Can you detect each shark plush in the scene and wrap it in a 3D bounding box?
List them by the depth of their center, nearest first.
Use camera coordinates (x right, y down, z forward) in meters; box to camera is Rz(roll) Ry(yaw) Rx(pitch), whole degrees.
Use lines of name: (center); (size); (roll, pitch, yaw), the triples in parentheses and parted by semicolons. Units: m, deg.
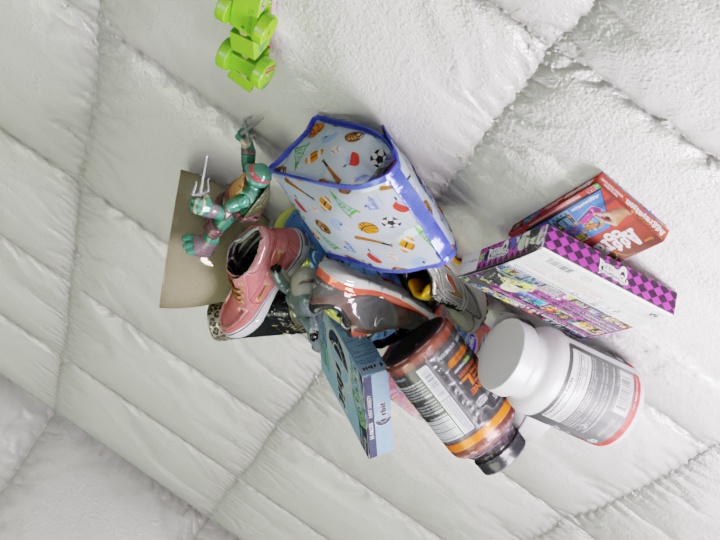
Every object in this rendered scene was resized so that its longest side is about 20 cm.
shark plush: (-0.078, 0.059, 1.778); (0.089, 0.084, 0.201); (-7, 147, -15)

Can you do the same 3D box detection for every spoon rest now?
spoon rest: (0.219, 0.181, 1.792); (0.098, 0.061, 0.200); (30, -167, -10)

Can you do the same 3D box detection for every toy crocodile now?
toy crocodile: (-0.128, -0.277, 1.517); (0.067, 0.062, 0.201); (28, 149, 11)

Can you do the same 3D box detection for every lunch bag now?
lunch bag: (0.016, -0.089, 1.590); (0.199, 0.124, 0.171); (19, 154, 48)

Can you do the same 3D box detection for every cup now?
cup: (-0.210, -0.036, 1.905); (0.141, 0.203, 0.201); (8, 156, -8)

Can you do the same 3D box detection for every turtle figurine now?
turtle figurine: (-0.171, -0.105, 1.728); (0.100, 0.150, 0.200); (39, 137, -3)

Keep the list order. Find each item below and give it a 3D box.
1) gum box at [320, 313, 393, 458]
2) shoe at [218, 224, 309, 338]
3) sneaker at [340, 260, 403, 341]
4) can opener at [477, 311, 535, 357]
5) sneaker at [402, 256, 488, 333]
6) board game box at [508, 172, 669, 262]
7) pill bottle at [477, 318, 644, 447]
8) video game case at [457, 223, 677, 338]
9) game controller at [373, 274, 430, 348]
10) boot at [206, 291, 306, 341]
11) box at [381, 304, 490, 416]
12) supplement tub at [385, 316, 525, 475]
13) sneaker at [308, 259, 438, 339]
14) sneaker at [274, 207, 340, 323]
gum box: (-0.010, 0.144, 1.913); (0.201, 0.044, 0.172); (-120, 20, -46)
shoe: (-0.159, 0.013, 1.795); (0.090, 0.201, 0.072); (9, -139, -45)
sneaker: (0.000, 0.000, 1.763); (0.066, 0.078, 0.202); (4, 121, 59)
can opener: (0.173, 0.151, 1.754); (0.053, 0.202, 0.067); (19, -167, -28)
sneaker: (0.098, 0.017, 1.720); (0.077, 0.083, 0.201); (3, 141, 47)
board game box: (0.259, -0.043, 1.501); (0.102, 0.020, 0.200); (38, 154, -9)
pill bottle: (0.253, 0.140, 1.652); (0.198, 0.118, 0.115); (25, 160, -25)
video game case: (0.244, 0.018, 1.547); (0.198, 0.036, 0.181); (25, 158, -21)
game controller: (0.037, 0.049, 1.867); (0.200, 0.042, 0.106); (-35, 74, 64)
boot: (-0.143, 0.067, 1.980); (0.151, 0.075, 0.204); (-9, 173, 5)
box: (0.099, 0.128, 1.889); (0.094, 0.103, 0.200); (36, 154, -5)
supplement tub: (0.128, 0.166, 1.680); (0.201, 0.107, 0.107); (51, 151, -10)
sneaker: (0.013, 0.052, 1.709); (0.198, 0.083, 0.077); (22, -170, -27)
sneaker: (-0.041, -0.010, 1.820); (0.200, 0.076, 0.105); (48, 148, -1)
